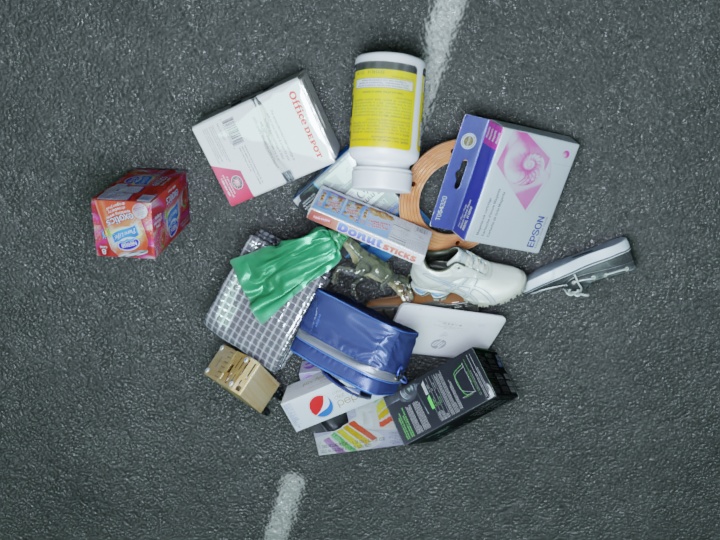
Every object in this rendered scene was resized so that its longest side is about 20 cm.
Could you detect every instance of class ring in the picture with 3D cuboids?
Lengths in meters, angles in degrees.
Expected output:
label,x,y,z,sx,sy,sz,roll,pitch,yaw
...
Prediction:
label,x,y,z,sx,sy,sz,roll,pitch,yaw
ring,0.155,-0.122,1.338,0.197,0.019,0.204,-7,119,-13

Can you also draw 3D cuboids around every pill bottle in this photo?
label,x,y,z,sx,sy,sz,roll,pitch,yaw
pill bottle,0.040,-0.225,1.253,0.112,0.114,0.204,5,92,3

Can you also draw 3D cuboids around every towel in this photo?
label,x,y,z,sx,sy,sz,roll,pitch,yaw
towel,-0.158,0.050,1.390,0.164,0.085,0.202,31,99,11

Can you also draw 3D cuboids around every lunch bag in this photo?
label,x,y,z,sx,sy,sz,roll,pitch,yaw
lunch bag,-0.006,0.129,1.325,0.198,0.136,0.134,26,93,24

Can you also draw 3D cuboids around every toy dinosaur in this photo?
label,x,y,z,sx,sy,sz,roll,pitch,yaw
toy dinosaur,0.000,0.000,1.364,0.199,0.048,0.088,41,102,-22

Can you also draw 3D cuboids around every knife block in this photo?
label,x,y,z,sx,sy,sz,roll,pitch,yaw
knife block,-0.183,0.211,1.442,0.175,0.199,0.064,40,75,-27

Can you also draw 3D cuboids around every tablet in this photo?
label,x,y,z,sx,sy,sz,roll,pitch,yaw
tablet,0.143,0.112,1.422,0.196,0.014,0.131,8,136,-16

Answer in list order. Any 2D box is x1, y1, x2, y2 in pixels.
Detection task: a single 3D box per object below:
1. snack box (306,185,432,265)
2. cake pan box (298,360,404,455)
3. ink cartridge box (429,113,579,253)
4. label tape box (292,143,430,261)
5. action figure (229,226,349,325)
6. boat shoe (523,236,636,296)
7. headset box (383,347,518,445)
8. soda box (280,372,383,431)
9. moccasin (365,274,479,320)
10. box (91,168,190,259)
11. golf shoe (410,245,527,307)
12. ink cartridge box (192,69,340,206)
label,x,y,z,sx,sy,sz,roll,pitch,yaw
snack box,0.016,-0.073,1.297,0.197,0.072,0.025,23,130,0
cake pan box,-0.009,0.249,1.525,0.196,0.052,0.187,-8,110,8
ink cartridge box,0.233,-0.136,1.315,0.197,0.043,0.199,7,115,-19
label tape box,0.006,-0.100,1.368,0.144,0.063,0.200,-39,104,19
action figure,-0.101,-0.012,1.313,0.198,0.055,0.119,-29,86,11
boat shoe,0.368,0.010,1.376,0.197,0.074,0.069,-22,95,4
headset box,0.156,0.227,1.425,0.198,0.174,0.094,-32,70,17
soda box,-0.040,0.213,1.449,0.197,0.068,0.064,-23,107,14
moccasin,0.107,0.053,1.421,0.198,0.079,0.074,-12,137,6
box,-0.354,-0.097,1.328,0.098,0.201,0.097,3,112,4
golf shoe,0.180,0.004,1.348,0.196,0.079,0.098,1,142,7
ink cartridge box,-0.150,-0.216,1.322,0.197,0.085,0.146,-21,110,14
